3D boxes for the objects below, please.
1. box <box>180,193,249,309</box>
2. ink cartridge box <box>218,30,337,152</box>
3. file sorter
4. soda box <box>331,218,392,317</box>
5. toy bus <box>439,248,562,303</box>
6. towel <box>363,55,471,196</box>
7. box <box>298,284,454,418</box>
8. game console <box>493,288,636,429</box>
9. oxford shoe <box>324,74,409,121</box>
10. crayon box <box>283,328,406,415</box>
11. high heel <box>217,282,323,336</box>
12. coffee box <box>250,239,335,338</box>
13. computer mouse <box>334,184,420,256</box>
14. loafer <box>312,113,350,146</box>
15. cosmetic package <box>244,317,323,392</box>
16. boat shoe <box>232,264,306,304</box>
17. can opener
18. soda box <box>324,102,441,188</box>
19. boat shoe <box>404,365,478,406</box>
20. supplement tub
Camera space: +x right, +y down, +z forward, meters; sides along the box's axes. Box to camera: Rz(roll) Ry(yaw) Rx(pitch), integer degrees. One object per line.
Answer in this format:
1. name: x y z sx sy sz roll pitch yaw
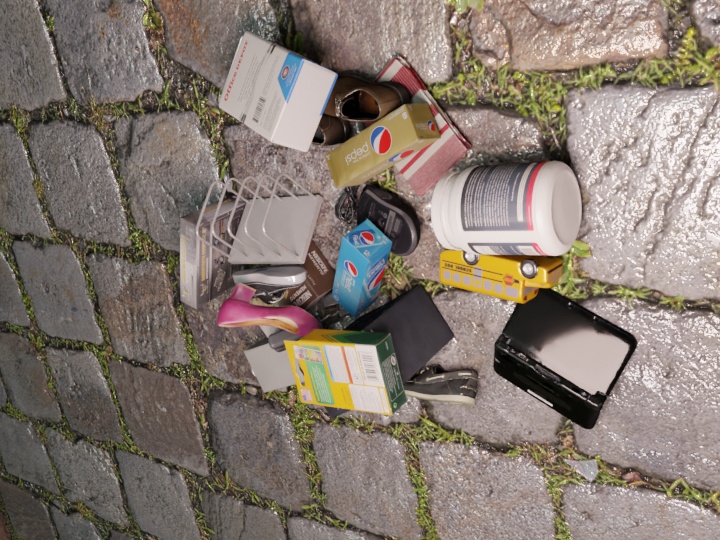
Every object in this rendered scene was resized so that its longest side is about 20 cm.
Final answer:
1. box: -0.302 -0.040 1.679 0.048 0.158 0.201 25 126 27
2. ink cartridge box: -0.148 -0.312 1.403 0.200 0.084 0.147 38 111 45
3. file sorter: -0.199 -0.101 1.550 0.199 0.140 0.124 0 156 39
4. soda box: 0.000 0.000 1.480 0.068 0.064 0.200 42 151 18
5. toy bus: 0.229 0.000 1.330 0.199 0.065 0.079 15 113 37
6. towel: 0.084 -0.242 1.365 0.200 0.023 0.144 54 135 6
7. box: 0.029 0.147 1.480 0.196 0.200 0.124 -34 90 43
8. game console: 0.337 0.146 1.359 0.199 0.117 0.176 32 158 23
9. oxford shoe: -0.020 -0.287 1.360 0.199 0.084 0.073 10 117 43
10. crayon box: -0.027 0.167 1.362 0.199 0.052 0.127 0 112 37
11. high heel: -0.166 0.103 1.513 0.199 0.096 0.067 29 144 -10
12. coffee box: -0.145 0.038 1.646 0.115 0.080 0.200 55 133 3
13. computer mouse: 0.044 -0.105 1.449 0.200 0.053 0.139 43 131 28
14. loafer: -0.114 -0.274 1.471 0.199 0.071 0.073 19 122 30
15. cosmetic package: -0.144 0.182 1.716 0.199 0.090 0.107 -18 99 45
16. boat shoe: -0.172 0.031 1.560 0.199 0.072 0.068 -3 105 43
17. can opener: -0.091 0.095 1.595 0.199 0.053 0.067 -22 69 6
18. soda box: 0.033 -0.206 1.348 0.199 0.068 0.064 -26 83 42
19. boat shoe: 0.140 0.215 1.531 0.199 0.072 0.068 -4 73 47
20. supplement tub: 0.224 -0.093 1.244 0.199 0.140 0.141 2 113 37
